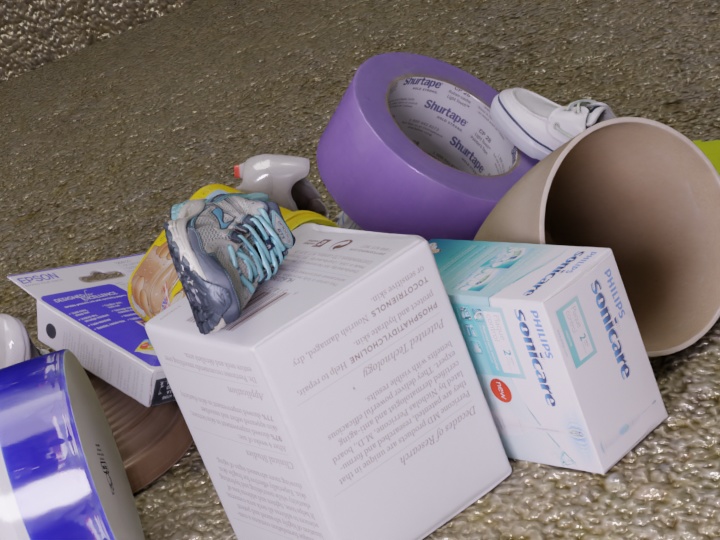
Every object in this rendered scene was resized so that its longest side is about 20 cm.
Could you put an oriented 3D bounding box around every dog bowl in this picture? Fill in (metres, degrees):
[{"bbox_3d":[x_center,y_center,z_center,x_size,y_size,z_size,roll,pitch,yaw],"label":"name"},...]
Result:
[{"bbox_3d":[-0.226,0.164,1.454,0.078,0.202,0.200,-19,19,-1],"label":"dog bowl"}]

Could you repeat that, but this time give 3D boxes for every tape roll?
[{"bbox_3d":[0.065,-0.101,1.738,0.085,0.199,0.200,-59,-4,34],"label":"tape roll"}]

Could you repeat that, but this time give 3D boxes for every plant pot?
[{"bbox_3d":[0.176,-0.013,1.582,0.187,0.188,0.200,-31,6,-26],"label":"plant pot"},{"bbox_3d":[-0.254,0.137,1.719,0.199,0.093,0.201,-20,19,7],"label":"plant pot"}]

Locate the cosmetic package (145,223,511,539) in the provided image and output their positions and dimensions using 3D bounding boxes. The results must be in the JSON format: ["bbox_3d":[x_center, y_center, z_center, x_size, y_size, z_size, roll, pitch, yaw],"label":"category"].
[{"bbox_3d":[-0.024,0.094,1.428,0.166,0.201,0.167,-32,23,-28],"label":"cosmetic package"}]

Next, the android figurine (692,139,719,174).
[{"bbox_3d":[0.274,-0.071,1.771,0.198,0.041,0.182,-9,27,16],"label":"android figurine"}]

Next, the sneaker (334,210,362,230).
[{"bbox_3d":[0.000,0.000,1.730,0.086,0.075,0.201,-25,27,22],"label":"sneaker"}]

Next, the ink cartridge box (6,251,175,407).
[{"bbox_3d":[-0.188,0.049,1.741,0.199,0.044,0.197,30,25,32],"label":"ink cartridge box"}]

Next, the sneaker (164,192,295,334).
[{"bbox_3d":[-0.091,-0.020,1.385,0.086,0.078,0.200,-18,19,0],"label":"sneaker"}]

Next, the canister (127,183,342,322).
[{"bbox_3d":[-0.101,0.009,1.594,0.149,0.086,0.200,-53,29,-9],"label":"canister"}]

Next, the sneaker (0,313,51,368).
[{"bbox_3d":[-0.312,0.093,1.804,0.088,0.076,0.200,-16,-25,-21],"label":"sneaker"}]

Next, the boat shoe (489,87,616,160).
[{"bbox_3d":[0.205,-0.120,1.714,0.199,0.067,0.073,35,36,23],"label":"boat shoe"}]

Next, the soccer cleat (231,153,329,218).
[{"bbox_3d":[-0.062,-0.031,1.773,0.077,0.201,0.070,-5,51,11],"label":"soccer cleat"}]

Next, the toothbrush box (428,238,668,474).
[{"bbox_3d":[0.116,0.061,1.454,0.085,0.147,0.199,-36,25,-34],"label":"toothbrush box"}]
